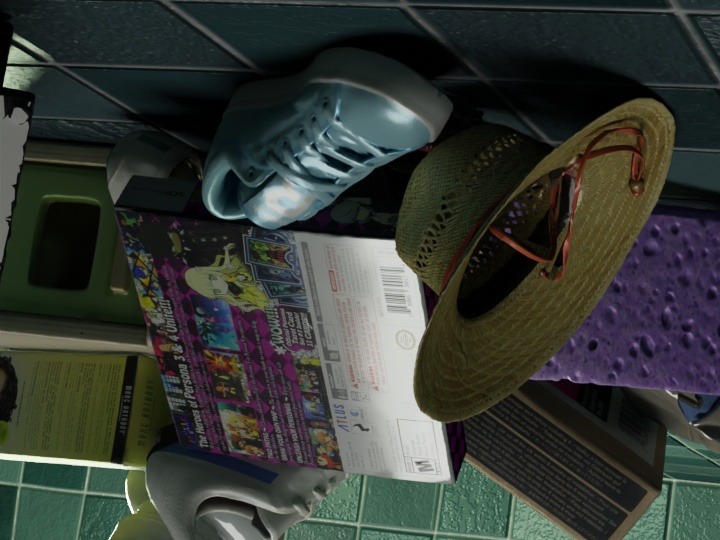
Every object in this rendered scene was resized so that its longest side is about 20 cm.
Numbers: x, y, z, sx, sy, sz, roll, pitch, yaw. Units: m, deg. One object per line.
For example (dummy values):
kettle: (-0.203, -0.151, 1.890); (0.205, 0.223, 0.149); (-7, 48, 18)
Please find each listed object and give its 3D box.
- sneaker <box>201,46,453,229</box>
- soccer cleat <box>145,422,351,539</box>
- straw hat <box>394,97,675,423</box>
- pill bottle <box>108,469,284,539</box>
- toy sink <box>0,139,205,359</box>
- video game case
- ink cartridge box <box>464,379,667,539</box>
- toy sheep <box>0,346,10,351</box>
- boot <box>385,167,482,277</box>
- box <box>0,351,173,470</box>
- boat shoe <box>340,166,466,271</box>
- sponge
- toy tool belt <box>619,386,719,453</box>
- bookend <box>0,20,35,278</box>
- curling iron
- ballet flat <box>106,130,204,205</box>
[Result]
sneaker: (-0.021, -0.057, 1.117); (0.074, 0.082, 0.200); (28, 163, -21)
soccer cleat: (-0.036, 0.124, 1.378); (0.200, 0.087, 0.070); (-15, 159, -7)
straw hat: (0.068, -0.026, 1.128); (0.085, 0.201, 0.201); (39, -175, 25)
pill bottle: (-0.089, 0.133, 1.469); (0.113, 0.200, 0.113); (22, 148, 15)
toy sink: (-0.143, -0.007, 1.417); (0.199, 0.131, 0.112); (7, 170, 13)
video game case: (-0.037, 0.037, 1.259); (0.181, 0.036, 0.200); (5, 134, 18)
ink cartridge box: (0.142, 0.103, 1.596); (0.165, 0.075, 0.200); (36, -160, -3)
toy sheep: (-0.245, 0.022, 1.679); (0.199, 0.138, 0.138); (0, 169, 11)
boot: (0.000, 0.000, 1.355); (0.200, 0.064, 0.187); (8, 129, -24)
box: (-0.209, 0.093, 1.452); (0.200, 0.075, 0.050); (-1, 167, 37)
boat shoe: (0.028, -0.010, 1.275); (0.066, 0.070, 0.200); (-26, 123, 12)
sponge: (0.165, 0.014, 1.301); (0.199, 0.112, 0.030); (6, -164, -19)
toy tool belt: (0.230, 0.036, 1.510); (0.125, 0.123, 0.200); (28, 170, 26)
bookend: (-0.228, -0.068, 1.152); (0.092, 0.199, 0.200); (10, -145, -11)
curling iron: (0.087, -0.062, 1.207); (0.049, 0.026, 0.200); (-4, 166, 39)
ballet flat: (-0.094, 0.005, 1.322); (0.069, 0.069, 0.200); (0, 124, 38)
